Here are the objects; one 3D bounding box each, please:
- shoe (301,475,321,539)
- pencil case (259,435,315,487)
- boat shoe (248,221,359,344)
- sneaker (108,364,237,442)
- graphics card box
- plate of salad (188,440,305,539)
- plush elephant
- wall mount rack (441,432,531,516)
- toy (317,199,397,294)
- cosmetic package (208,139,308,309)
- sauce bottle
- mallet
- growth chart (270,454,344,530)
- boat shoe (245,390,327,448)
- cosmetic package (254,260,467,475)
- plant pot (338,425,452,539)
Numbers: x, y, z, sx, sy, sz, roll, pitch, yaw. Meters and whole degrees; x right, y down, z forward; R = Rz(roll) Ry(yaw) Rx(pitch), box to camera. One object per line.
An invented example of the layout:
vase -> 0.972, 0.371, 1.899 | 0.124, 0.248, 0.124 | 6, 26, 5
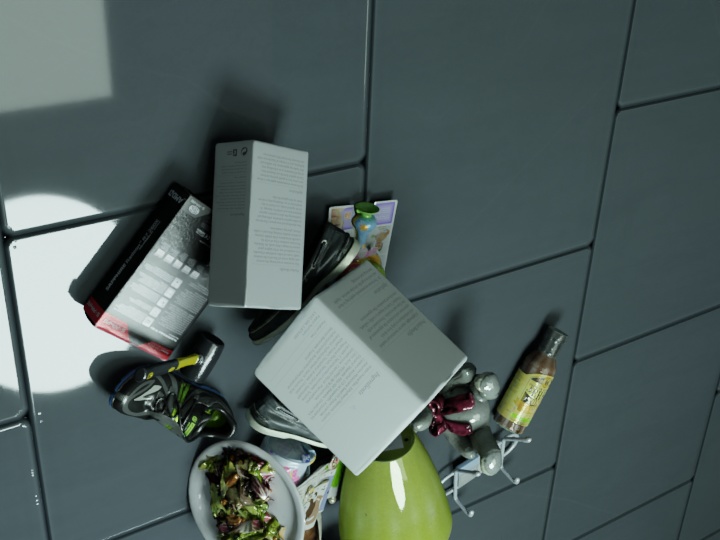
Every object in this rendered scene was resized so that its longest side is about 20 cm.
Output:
shoe -> -0.087, 0.411, 1.549 | 0.070, 0.053, 0.201 | -21, 126, -26
pencil case -> -0.139, 0.347, 1.455 | 0.091, 0.083, 0.201 | 7, 111, -54
boat shoe -> -0.092, 0.014, 1.303 | 0.199, 0.075, 0.066 | -43, 112, 8
sneaker -> -0.243, 0.183, 1.283 | 0.199, 0.083, 0.071 | 25, 98, -42
graphics card box -> -0.239, 0.004, 1.207 | 0.200, 0.051, 0.125 | -53, 134, 2
plate of salad -> -0.169, 0.339, 1.356 | 0.048, 0.199, 0.201 | -24, 132, -59
plush elephant -> 0.129, 0.224, 1.549 | 0.154, 0.200, 0.166 | -5, 106, -9
wall mount rack -> 0.232, 0.357, 1.729 | 0.200, 0.075, 0.174 | -29, 143, -21
toy -> 0.000, 0.000, 1.387 | 0.115, 0.047, 0.201 | -9, 119, -31
cosmetic package -> -0.126, -0.054, 1.186 | 0.101, 0.071, 0.201 | 5, 87, -51
sauce bottle -> 0.309, 0.195, 1.718 | 0.065, 0.065, 0.201 | 15, 104, -41
mallet -> -0.239, 0.128, 1.223 | 0.066, 0.041, 0.200 | -61, 168, 16
growth chart -> -0.086, 0.363, 1.457 | 0.200, 0.018, 0.145 | -35, 145, -46
boat shoe -> -0.074, 0.213, 1.434 | 0.199, 0.075, 0.066 | 18, 115, -32
cosmetic package -> 0.002, 0.128, 1.296 | 0.165, 0.200, 0.165 | -50, 171, 31
plant pot -> 0.046, 0.333, 1.507 | 0.187, 0.187, 0.201 | -26, 131, -23
